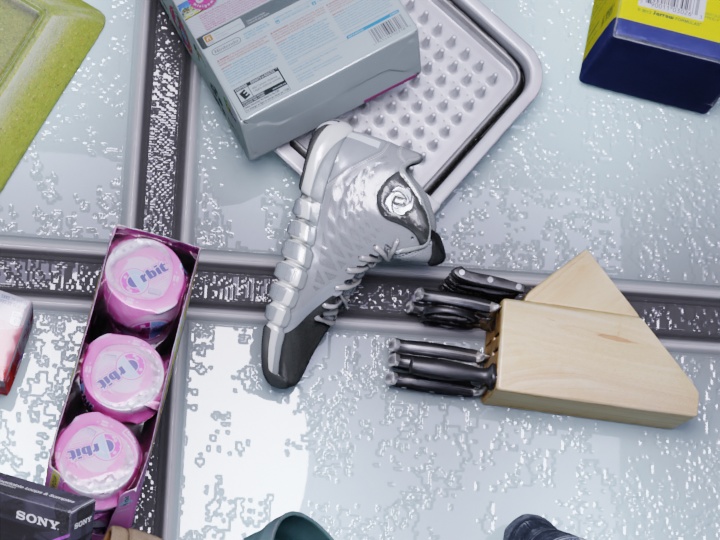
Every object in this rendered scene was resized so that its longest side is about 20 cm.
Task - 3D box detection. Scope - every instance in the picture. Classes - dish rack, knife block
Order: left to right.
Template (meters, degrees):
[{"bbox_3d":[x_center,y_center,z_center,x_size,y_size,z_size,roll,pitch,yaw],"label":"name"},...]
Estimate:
[{"bbox_3d":[0.023,-0.133,1.533,0.171,0.044,0.200,41,75,4],"label":"dish rack"},{"bbox_3d":[0.126,0.077,1.488,0.175,0.064,0.200,-37,85,-13],"label":"knife block"}]

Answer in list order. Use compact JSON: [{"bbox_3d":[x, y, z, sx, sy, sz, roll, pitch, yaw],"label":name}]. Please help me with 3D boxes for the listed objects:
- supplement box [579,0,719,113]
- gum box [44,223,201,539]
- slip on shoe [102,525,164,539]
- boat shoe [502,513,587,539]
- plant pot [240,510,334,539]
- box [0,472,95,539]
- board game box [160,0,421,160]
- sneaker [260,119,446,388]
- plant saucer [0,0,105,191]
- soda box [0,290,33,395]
[{"bbox_3d":[0.249,-0.242,1.547,0.109,0.109,0.202,13,76,-4],"label":"supplement box"},{"bbox_3d":[-0.169,0.087,1.394,0.066,0.114,0.201,14,60,-4],"label":"gum box"},{"bbox_3d":[-0.193,0.259,1.365,0.060,0.076,0.200,32,108,-19],"label":"slip on shoe"},{"bbox_3d":[0.164,0.269,1.451,0.070,0.091,0.201,-24,108,-12],"label":"boat shoe"},{"bbox_3d":[-0.069,0.282,1.363,0.133,0.200,0.202,-24,80,15],"label":"plant pot"},{"bbox_3d":[-0.253,0.231,1.331,0.142,0.036,0.202,12,103,20],"label":"box"},{"bbox_3d":[-0.064,-0.203,1.492,0.147,0.064,0.201,-27,65,-7],"label":"board game box"},{"bbox_3d":[0.000,0.000,1.452,0.115,0.075,0.202,15,99,6],"label":"sneaker"},{"bbox_3d":[-0.322,-0.165,1.490,0.199,0.048,0.201,30,75,0],"label":"plant saucer"},{"bbox_3d":[-0.336,0.025,1.432,0.199,0.070,0.064,18,76,-4],"label":"soda box"}]
